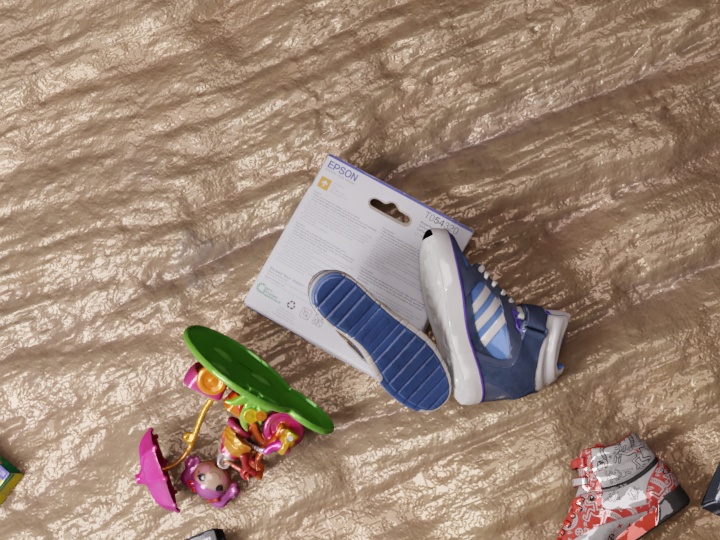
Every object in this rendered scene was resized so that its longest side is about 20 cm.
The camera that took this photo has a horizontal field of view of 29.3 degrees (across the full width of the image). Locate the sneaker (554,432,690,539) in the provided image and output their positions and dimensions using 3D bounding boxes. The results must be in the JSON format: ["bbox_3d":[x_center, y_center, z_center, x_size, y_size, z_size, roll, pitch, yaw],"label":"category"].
[{"bbox_3d":[0.241,0.259,1.469,0.201,0.067,0.108,-34,75,-3],"label":"sneaker"}]

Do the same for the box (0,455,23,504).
[{"bbox_3d":[-0.498,0.279,1.584,0.117,0.048,0.200,36,88,14],"label":"box"}]

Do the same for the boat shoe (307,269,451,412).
[{"bbox_3d":[0.023,0.069,1.488,0.072,0.072,0.200,-42,105,0],"label":"boat shoe"}]

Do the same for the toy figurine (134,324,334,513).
[{"bbox_3d":[-0.160,0.192,1.529,0.199,0.150,0.185,33,100,-11],"label":"toy figurine"}]

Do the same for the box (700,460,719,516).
[{"bbox_3d":[0.464,0.234,1.397,0.199,0.148,0.108,24,83,12],"label":"box"}]

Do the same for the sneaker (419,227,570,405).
[{"bbox_3d":[0.154,0.041,1.507,0.145,0.081,0.201,-12,85,-18],"label":"sneaker"}]

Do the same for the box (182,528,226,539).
[{"bbox_3d":[-0.221,0.396,1.521,0.199,0.044,0.161,-23,77,3],"label":"box"}]

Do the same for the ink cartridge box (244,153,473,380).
[{"bbox_3d":[0.000,0.000,1.565,0.196,0.043,0.201,29,83,11],"label":"ink cartridge box"}]
